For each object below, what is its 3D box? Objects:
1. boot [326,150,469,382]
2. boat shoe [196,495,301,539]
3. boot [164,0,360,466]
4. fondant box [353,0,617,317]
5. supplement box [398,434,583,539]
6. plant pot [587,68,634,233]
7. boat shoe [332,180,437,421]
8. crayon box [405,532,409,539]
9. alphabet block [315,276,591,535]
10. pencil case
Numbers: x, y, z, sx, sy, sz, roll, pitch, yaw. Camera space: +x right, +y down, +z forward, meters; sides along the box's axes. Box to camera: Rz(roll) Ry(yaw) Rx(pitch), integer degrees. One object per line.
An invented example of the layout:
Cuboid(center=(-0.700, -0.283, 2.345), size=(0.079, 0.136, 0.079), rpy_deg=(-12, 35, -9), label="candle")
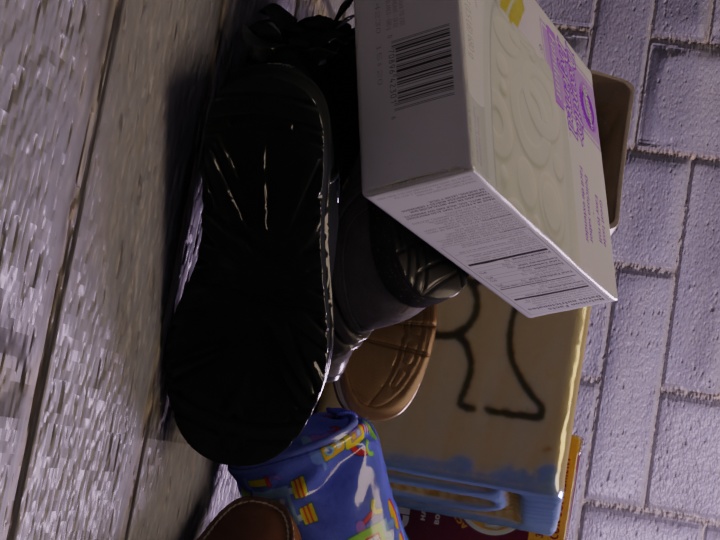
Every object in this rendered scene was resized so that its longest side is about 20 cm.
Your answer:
Cuboid(center=(-0.001, -0.048, 0.744), size=(0.132, 0.070, 0.201), rpy_deg=(-35, -140, 48), label="boot")
Cuboid(center=(-0.068, 0.167, 0.590), size=(0.200, 0.075, 0.072), rpy_deg=(-70, 163, -57), label="boat shoe")
Cuboid(center=(-0.037, -0.027, 0.629), size=(0.163, 0.073, 0.199), rpy_deg=(-73, 170, -69), label="boot")
Cuboid(center=(0.068, -0.074, 0.663), size=(0.200, 0.058, 0.145), rpy_deg=(33, 49, -57), label="fondant box")
Cuboid(center=(0.091, 0.195, 1.163), size=(0.103, 0.199, 0.132), rpy_deg=(47, 52, -77), label="supplement box")
Cuboid(center=(0.119, -0.072, 1.180), size=(0.177, 0.199, 0.201), rpy_deg=(105, 2, -48), label="plant pot")
Cuboid(center=(0.000, 0.000, 0.832), size=(0.072, 0.072, 0.201), rpy_deg=(148, -58, -60), label="boat shoe")
Cuboid(center=(-0.011, 0.244, 0.827), size=(0.119, 0.058, 0.200), rpy_deg=(63, 25, -18), label="crayon box")
Cuboid(center=(0.079, 0.082, 1.035), size=(0.197, 0.194, 0.201), rpy_deg=(77, 25, -70), label="alphabet block")
Cuboid(center=(0.000, 0.172, 0.725), size=(0.078, 0.087, 0.201), rpy_deg=(3, -62, 67), label="pencil case")
